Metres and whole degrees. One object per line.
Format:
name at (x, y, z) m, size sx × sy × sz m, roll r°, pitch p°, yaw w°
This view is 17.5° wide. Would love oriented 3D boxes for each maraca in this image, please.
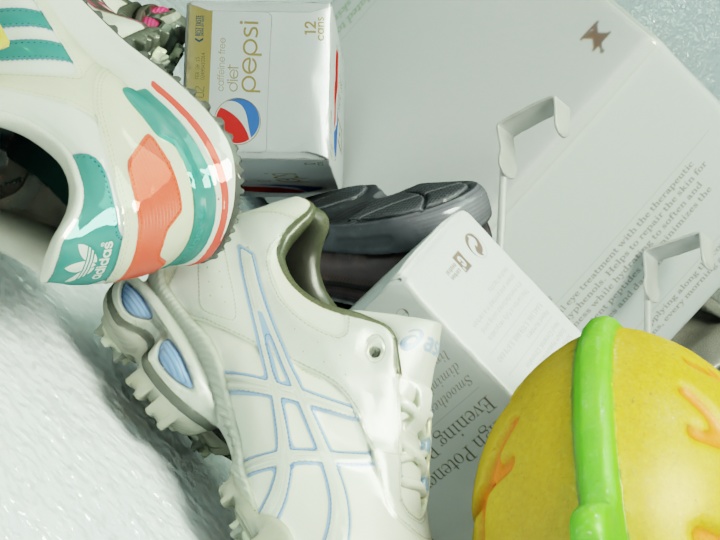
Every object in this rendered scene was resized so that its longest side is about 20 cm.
maraca at (0.088, 0.094, 0.767) m, size 0.200 × 0.106 × 0.138 m, roll -71°, pitch 145°, yaw -65°

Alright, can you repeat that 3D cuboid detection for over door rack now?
over door rack at (0.087, 0.046, 1.068) m, size 0.148 × 0.066 × 0.201 m, roll 36°, pitch 59°, yaw -43°

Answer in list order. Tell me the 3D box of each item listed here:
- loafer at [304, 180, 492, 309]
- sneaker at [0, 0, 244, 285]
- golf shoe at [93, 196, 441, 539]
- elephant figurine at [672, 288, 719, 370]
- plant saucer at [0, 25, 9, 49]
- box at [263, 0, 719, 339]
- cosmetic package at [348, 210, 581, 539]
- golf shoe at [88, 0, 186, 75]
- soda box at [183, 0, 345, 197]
loafer at (0.000, 0.000, 1.018) m, size 0.200 × 0.072 × 0.063 m, roll 0°, pitch -69°, yaw 65°
sneaker at (-0.135, -0.061, 0.785) m, size 0.199 × 0.071 × 0.093 m, roll 38°, pitch 34°, yaw 23°
golf shoe at (-0.003, 0.059, 0.781) m, size 0.200 × 0.097 × 0.078 m, roll 53°, pitch 1°, yaw 22°
elephant figurine at (0.203, 0.075, 1.262) m, size 0.155 × 0.200 × 0.141 m, roll 50°, pitch 12°, yaw 21°
plant saucer at (-0.215, -0.110, 0.673) m, size 0.200 × 0.048 × 0.200 m, roll 47°, pitch 17°, yaw -2°
box at (0.074, -0.054, 1.211) m, size 0.171 × 0.199 × 0.200 m, roll 35°, pitch 10°, yaw -46°
cosmetic package at (0.065, 0.087, 0.912) m, size 0.200 × 0.102 × 0.074 m, roll 46°, pitch 34°, yaw -1°
golf shoe at (-0.124, -0.082, 0.952) m, size 0.088 × 0.078 × 0.200 m, roll 27°, pitch 9°, yaw -5°
soda box at (-0.041, -0.073, 1.052) m, size 0.200 × 0.063 × 0.069 m, roll 77°, pitch 14°, yaw -87°
